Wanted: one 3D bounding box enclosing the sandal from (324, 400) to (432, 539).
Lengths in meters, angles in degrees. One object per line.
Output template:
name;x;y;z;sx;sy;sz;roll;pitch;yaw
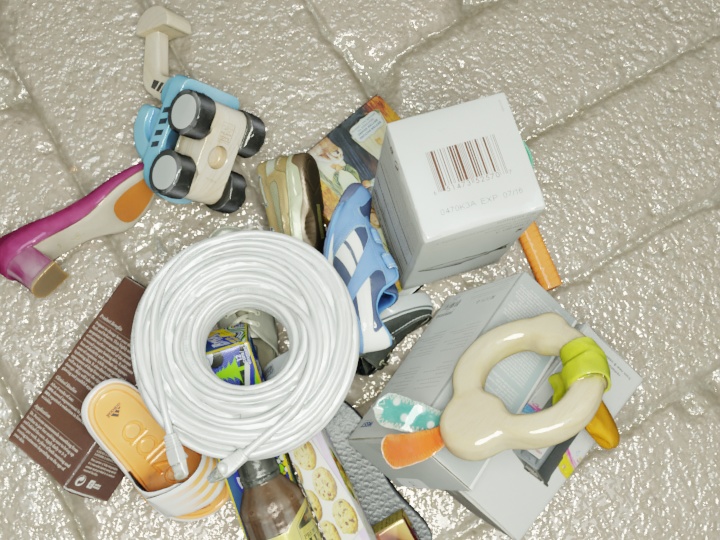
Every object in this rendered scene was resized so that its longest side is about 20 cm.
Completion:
sandal;0.000;0.221;0.886;0.076;0.043;0.200;-31;91;-2

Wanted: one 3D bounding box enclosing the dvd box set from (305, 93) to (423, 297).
dvd box set;0.031;-0.081;0.951;0.146;0.029;0.200;-40;83;-10

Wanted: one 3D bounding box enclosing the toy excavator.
toy excavator;-0.201;-0.180;0.920;0.200;0.100;0.195;26;98;36

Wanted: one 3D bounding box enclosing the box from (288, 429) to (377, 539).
box;-0.015;0.241;0.803;0.041;0.039;0.200;-28;63;2

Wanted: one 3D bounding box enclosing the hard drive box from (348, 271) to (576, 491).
hard drive box;0.096;0.110;0.827;0.077;0.156;0.200;43;67;-9

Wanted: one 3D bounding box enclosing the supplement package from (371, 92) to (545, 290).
supplement package;0.087;-0.069;0.831;0.117;0.200;0.118;-17;78;-6

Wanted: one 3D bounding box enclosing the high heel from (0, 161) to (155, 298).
high heel;-0.309;-0.063;0.920;0.096;0.067;0.200;33;75;26

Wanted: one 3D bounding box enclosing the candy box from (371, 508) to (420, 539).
candy box;-0.015;0.340;0.833;0.200;0.056;0.117;-31;85;0

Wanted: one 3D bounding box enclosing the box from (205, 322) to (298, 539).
box;-0.112;0.159;0.833;0.064;0.070;0.201;-16;105;-5

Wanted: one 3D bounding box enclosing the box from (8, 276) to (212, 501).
box;-0.248;0.118;0.855;0.100;0.075;0.200;27;78;31

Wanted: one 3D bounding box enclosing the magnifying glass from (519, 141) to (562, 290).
magnifying glass;0.179;-0.072;0.962;0.079;0.022;0.200;-20;81;-7

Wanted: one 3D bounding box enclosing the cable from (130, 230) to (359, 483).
cable;-0.100;0.066;0.744;0.200;0.069;0.200;-25;75;-8

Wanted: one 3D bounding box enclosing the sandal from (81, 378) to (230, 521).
sandal;-0.188;0.187;0.811;0.079;0.059;0.207;-47;128;-16

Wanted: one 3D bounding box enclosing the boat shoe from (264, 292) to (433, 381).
boat shoe;-0.003;0.086;0.881;0.200;0.069;0.057;-24;71;-21

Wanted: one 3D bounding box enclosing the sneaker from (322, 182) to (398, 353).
sneaker;0.000;0.000;0.857;0.082;0.074;0.200;6;59;1

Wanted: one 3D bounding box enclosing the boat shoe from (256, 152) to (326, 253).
boat shoe;-0.075;-0.023;0.914;0.076;0.072;0.201;-6;88;17

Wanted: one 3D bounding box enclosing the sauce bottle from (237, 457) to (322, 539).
sauce bottle;-0.071;0.242;0.774;0.065;0.065;0.200;-21;92;-7

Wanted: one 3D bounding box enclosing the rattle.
rattle;0.118;0.135;0.730;0.200;0.143;0.130;-34;59;-10

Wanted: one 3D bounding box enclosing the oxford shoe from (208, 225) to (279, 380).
oxford shoe;-0.124;0.045;0.902;0.075;0.058;0.201;-10;78;-4

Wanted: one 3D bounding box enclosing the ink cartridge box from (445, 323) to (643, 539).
ink cartridge box;0.165;0.154;0.847;0.086;0.148;0.200;41;80;-6
